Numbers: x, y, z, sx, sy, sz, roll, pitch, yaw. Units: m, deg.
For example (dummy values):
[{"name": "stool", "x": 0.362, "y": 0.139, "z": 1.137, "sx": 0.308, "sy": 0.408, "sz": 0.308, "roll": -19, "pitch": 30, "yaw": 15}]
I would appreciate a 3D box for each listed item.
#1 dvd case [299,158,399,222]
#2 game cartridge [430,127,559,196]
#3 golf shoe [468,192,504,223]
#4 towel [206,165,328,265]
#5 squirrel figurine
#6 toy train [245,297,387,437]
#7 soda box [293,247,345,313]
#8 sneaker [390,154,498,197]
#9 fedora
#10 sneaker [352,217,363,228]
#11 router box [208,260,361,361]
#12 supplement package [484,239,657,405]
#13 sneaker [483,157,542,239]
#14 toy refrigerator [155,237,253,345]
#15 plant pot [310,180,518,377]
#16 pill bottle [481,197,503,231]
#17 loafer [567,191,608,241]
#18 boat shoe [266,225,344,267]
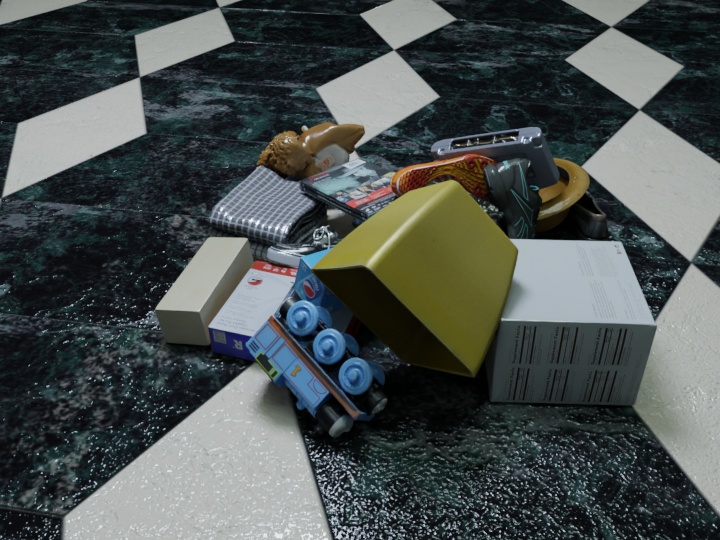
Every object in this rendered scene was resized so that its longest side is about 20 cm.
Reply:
[{"name": "dvd case", "x": 0.005, "y": -0.144, "z": 1.302, "sx": 0.145, "sy": 0.022, "sz": 0.199, "roll": -26, "pitch": 38, "yaw": -32}, {"name": "game cartridge", "x": 0.235, "y": -0.181, "z": 1.274, "sx": 0.197, "sy": 0.134, "sz": 0.041, "roll": -2, "pitch": 53, "yaw": 32}, {"name": "golf shoe", "x": 0.129, "y": -0.070, "z": 1.132, "sx": 0.197, "sy": 0.089, "sz": 0.077, "roll": -6, "pitch": 34, "yaw": -29}, {"name": "towel", "x": -0.159, "y": -0.104, "z": 1.335, "sx": 0.163, "sy": 0.087, "sz": 0.201, "roll": 14, "pitch": 37, "yaw": 18}, {"name": "squirrel figurine", "x": -0.107, "y": -0.235, "z": 1.463, "sx": 0.197, "sy": 0.144, "sz": 0.187, "roll": 0, "pitch": 19, "yaw": -19}, {"name": "toy train", "x": -0.055, "y": 0.128, "z": 0.974, "sx": 0.114, "sy": 0.087, "sz": 0.200, "roll": -47, "pitch": 70, "yaw": 5}, {"name": "soda box", "x": 0.000, "y": 0.000, "z": 1.113, "sx": 0.198, "sy": 0.065, "sz": 0.068, "roll": -18, "pitch": 51, "yaw": -38}, {"name": "sneaker", "x": 0.145, "y": -0.158, "z": 1.232, "sx": 0.196, "sy": 0.074, "sz": 0.077, "roll": -3, "pitch": 13, "yaw": -14}, {"name": "fedora", "x": 0.320, "y": -0.126, "z": 1.349, "sx": 0.197, "sy": 0.083, "sz": 0.202, "roll": -13, "pitch": 37, "yaw": 10}, {"name": "sneaker", "x": 0.026, "y": -0.108, "z": 1.308, "sx": 0.071, "sy": 0.073, "sz": 0.200, "roll": 19, "pitch": 17, "yaw": -8}, {"name": "router box", "x": -0.102, "y": 0.068, "z": 1.122, "sx": 0.197, "sy": 0.049, "sz": 0.180, "roll": 10, "pitch": 36, "yaw": 13}, {"name": "supplement package", "x": 0.275, "y": 0.069, "z": 1.033, "sx": 0.196, "sy": 0.149, "sz": 0.192, "roll": 1, "pitch": 35, "yaw": 3}, {"name": "sneaker", "x": 0.267, "y": -0.089, "z": 1.212, "sx": 0.078, "sy": 0.202, "sz": 0.076, "roll": -22, "pitch": 25, "yaw": 5}, {"name": "toy refrigerator", "x": -0.238, "y": 0.030, "z": 1.163, "sx": 0.075, "sy": 0.071, "sz": 0.201, "roll": 1, "pitch": 34, "yaw": 15}, {"name": "plant pot", "x": 0.087, "y": -0.001, "z": 0.969, "sx": 0.177, "sy": 0.200, "sz": 0.199, "roll": -50, "pitch": 17, "yaw": -16}, {"name": "pill bottle", "x": 0.182, "y": -0.056, "z": 1.241, "sx": 0.110, "sy": 0.113, "sz": 0.201, "roll": -5, "pitch": 35, "yaw": -7}, {"name": "loafer", "x": 0.415, "y": -0.122, "z": 1.375, "sx": 0.071, "sy": 0.064, "sz": 0.201, "roll": -4, "pitch": 35, "yaw": -6}, {"name": "boat shoe", "x": -0.055, "y": -0.038, "z": 1.220, "sx": 0.196, "sy": 0.069, "sz": 0.074, "roll": 4, "pitch": 8, "yaw": -9}]
